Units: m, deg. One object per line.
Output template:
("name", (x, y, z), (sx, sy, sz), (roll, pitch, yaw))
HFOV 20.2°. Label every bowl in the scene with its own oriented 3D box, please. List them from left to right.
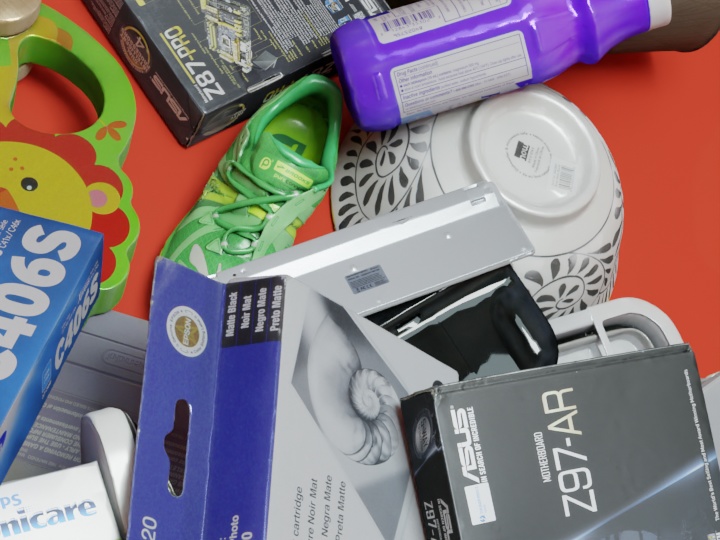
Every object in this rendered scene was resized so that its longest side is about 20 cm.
("bowl", (0.089, -0.051, 1.248), (0.199, 0.094, 0.202), (9, 62, -17))

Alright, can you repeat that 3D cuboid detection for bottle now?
("bottle", (0.083, -0.140, 1.201), (0.199, 0.084, 0.066), (-17, 107, -4))

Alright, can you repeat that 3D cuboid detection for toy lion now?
("toy lion", (-0.197, -0.055, 1.133), (0.191, 0.069, 0.200), (36, 56, 9))

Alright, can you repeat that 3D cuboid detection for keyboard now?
("keyboard", (0.000, 0.000, 1.141), (0.199, 0.011, 0.056), (-20, 64, -18))

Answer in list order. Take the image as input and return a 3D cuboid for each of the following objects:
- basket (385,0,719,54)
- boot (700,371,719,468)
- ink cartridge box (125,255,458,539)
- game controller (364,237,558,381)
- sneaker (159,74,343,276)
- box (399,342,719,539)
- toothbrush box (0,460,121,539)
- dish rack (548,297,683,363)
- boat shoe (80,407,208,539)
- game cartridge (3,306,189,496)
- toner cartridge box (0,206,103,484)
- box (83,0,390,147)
("basket", (0.118, -0.199, 1.305), (0.199, 0.180, 0.137), (-8, 86, -14))
("boot", (0.165, 0.116, 1.156), (0.199, 0.096, 0.074), (-28, 81, 5))
("ink cartridge box", (-0.027, 0.108, 1.019), (0.199, 0.040, 0.201), (28, 54, -40))
("game controller", (0.013, 0.061, 1.157), (0.199, 0.042, 0.105), (-30, 82, -9))
("sneaker", (-0.063, -0.038, 1.183), (0.074, 0.084, 0.201), (25, 57, -6))
("box", (0.117, 0.148, 1.052), (0.159, 0.043, 0.201), (-7, 82, -24))
("toothbrush box", (-0.151, 0.216, 0.983), (0.086, 0.146, 0.201), (-11, 70, -25))
("dish rack", (0.125, 0.116, 1.208), (0.199, 0.044, 0.172), (-14, 72, -28))
("boat shoe", (-0.087, 0.157, 1.015), (0.063, 0.071, 0.201), (-21, 103, -20))
("game cartridge", (-0.131, 0.086, 1.093), (0.199, 0.038, 0.130), (17, 60, 7))
("toner cartridge box", (-0.199, 0.044, 0.978), (0.094, 0.043, 0.200), (13, 39, 5))
("box", (-0.096, -0.195, 1.271), (0.161, 0.049, 0.200), (-30, 79, -33))
